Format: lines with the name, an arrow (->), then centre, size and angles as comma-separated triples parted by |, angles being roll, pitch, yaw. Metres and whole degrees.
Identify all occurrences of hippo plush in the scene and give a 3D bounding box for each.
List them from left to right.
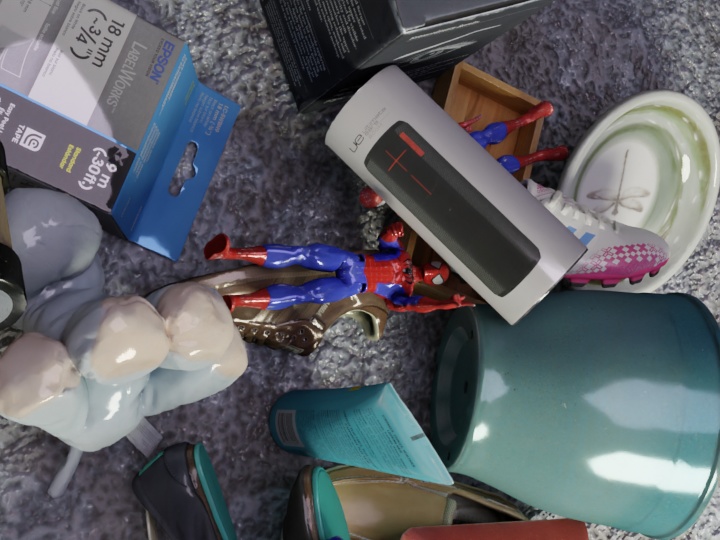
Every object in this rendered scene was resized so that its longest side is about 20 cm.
hippo plush -> -0.174, 0.025, 0.665 | 0.159, 0.200, 0.161 | -22, 67, -15

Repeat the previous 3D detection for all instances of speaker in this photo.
speaker -> 0.068, -0.057, 0.734 | 0.200, 0.081, 0.081 | 45, 66, 6

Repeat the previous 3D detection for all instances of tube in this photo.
tube -> -0.007, 0.111, 0.703 | 0.050, 0.200, 0.078 | -42, 103, -23

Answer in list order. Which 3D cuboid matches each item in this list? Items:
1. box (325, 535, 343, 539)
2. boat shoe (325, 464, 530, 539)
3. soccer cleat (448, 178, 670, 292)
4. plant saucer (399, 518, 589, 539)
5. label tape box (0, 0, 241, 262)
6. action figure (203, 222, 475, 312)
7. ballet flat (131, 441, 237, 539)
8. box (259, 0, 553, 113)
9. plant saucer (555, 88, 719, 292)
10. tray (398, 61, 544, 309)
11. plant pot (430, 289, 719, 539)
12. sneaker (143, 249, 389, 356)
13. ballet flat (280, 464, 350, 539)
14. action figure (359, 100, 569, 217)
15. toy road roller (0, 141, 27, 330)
box -> -0.059, 0.311, 0.654 | 0.199, 0.105, 0.184 | -25, 102, 4
boat shoe -> 0.050, 0.192, 0.789 | 0.199, 0.076, 0.072 | 9, 81, -24
soccer cleat -> 0.166, -0.032, 0.810 | 0.199, 0.070, 0.087 | -4, 105, -17
plant saucer -> 0.098, 0.296, 0.771 | 0.199, 0.037, 0.201 | 8, 98, -37
label tape box -> -0.189, -0.114, 0.720 | 0.199, 0.063, 0.145 | 26, 74, -20
action figure -> 0.000, 0.000, 0.713 | 0.199, 0.099, 0.066 | -1, 83, -38
ballet flat -> -0.108, 0.220, 0.721 | 0.073, 0.073, 0.201 | -29, 102, -26
box -> 0.032, -0.210, 0.762 | 0.148, 0.200, 0.105 | -20, 90, -27
plant saucer -> 0.241, -0.070, 0.907 | 0.199, 0.050, 0.201 | -14, 118, -27
tray -> 0.093, -0.071, 0.867 | 0.098, 0.037, 0.201 | 21, 76, -22
plant pot -> 0.160, 0.105, 0.801 | 0.187, 0.200, 0.201 | 8, 80, -9
sneaker -> -0.063, 0.032, 0.759 | 0.199, 0.070, 0.076 | -10, 89, -26
ballet flat -> -0.027, 0.236, 0.736 | 0.068, 0.068, 0.201 | -17, 110, 15
action figure -> 0.084, -0.089, 0.821 | 0.199, 0.052, 0.066 | -23, 98, -24
toy road roller -> -0.294, -0.005, 0.562 | 0.146, 0.200, 0.123 | 18, 42, -45
